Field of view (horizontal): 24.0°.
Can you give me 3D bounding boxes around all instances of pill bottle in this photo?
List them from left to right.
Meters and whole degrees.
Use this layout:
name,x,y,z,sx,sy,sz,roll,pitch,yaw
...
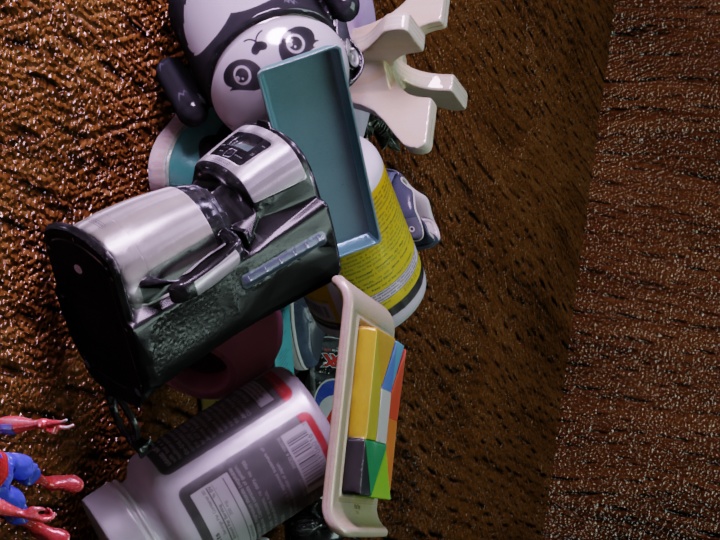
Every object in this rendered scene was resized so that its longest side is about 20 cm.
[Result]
name,x,y,z,sx,sy,sz,roll,pitch,yaw
pill bottle,-0.120,0.176,1.388,0.199,0.114,0.114,-31,139,-16
pill bottle,-0.020,-0.046,1.487,0.113,0.111,0.201,-66,145,-44

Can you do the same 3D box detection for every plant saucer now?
name,x,y,z,sx,sy,sz,roll,pitch,yaw
plant saucer,-0.033,-0.091,1.364,0.019,0.069,0.201,-119,-167,-48

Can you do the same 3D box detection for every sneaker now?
name,x,y,z,sx,sy,sz,roll,pitch,yaw
sneaker,-0.115,-0.132,1.491,0.072,0.079,0.201,76,26,-43
sneaker,0.000,-0.001,1.622,0.077,0.145,0.205,9,86,-76

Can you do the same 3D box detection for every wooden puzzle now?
name,x,y,z,sx,sy,sz,roll,pitch,yaw
wooden puzzle,0.007,0.115,1.379,0.185,0.037,0.202,37,54,-76

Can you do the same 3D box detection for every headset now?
name,x,y,z,sx,sy,sz,roll,pitch,yaw
headset,-0.050,0.297,1.796,0.200,0.093,0.125,121,-44,-58

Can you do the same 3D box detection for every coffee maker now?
name,x,y,z,sx,sy,sz,roll,pitch,yaw
coffee maker,-0.127,0.005,1.322,0.199,0.135,0.193,-30,146,-30

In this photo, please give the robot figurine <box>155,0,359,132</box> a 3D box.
name,x,y,z,sx,sy,sz,roll,pitch,yaw
robot figurine,-0.088,-0.197,1.405,0.201,0.124,0.151,62,-42,36

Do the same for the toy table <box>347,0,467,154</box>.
name,x,y,z,sx,sy,sz,roll,pitch,yaw
toy table,0.025,-0.199,1.676,0.184,0.116,0.202,20,72,-66

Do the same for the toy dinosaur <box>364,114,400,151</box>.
name,x,y,z,sx,sy,sz,roll,pitch,yaw
toy dinosaur,-0.025,-0.131,1.768,0.136,0.101,0.202,-41,146,-52

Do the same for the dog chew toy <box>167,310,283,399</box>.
name,x,y,z,sx,sy,sz,roll,pitch,yaw
dog chew toy,-0.120,0.014,1.479,0.201,0.123,0.125,-78,164,-45

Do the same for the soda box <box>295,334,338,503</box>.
name,x,y,z,sx,sy,sz,roll,pitch,yaw
soda box,-0.055,0.145,1.763,0.063,0.071,0.201,33,55,-27

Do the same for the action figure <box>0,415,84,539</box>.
name,x,y,z,sx,sy,sz,roll,pitch,yaw
action figure,-0.231,0.149,1.202,0.200,0.098,0.066,51,46,-63

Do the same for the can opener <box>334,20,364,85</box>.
name,x,y,z,sx,sy,sz,roll,pitch,yaw
can opener,-0.038,-0.253,1.590,0.063,0.078,0.202,18,69,-64

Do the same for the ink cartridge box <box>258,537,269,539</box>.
name,x,y,z,sx,sy,sz,roll,pitch,yaw
ink cartridge box,-0.115,0.404,1.739,0.201,0.043,0.200,70,31,-53

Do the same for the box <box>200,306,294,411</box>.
name,x,y,z,sx,sy,sz,roll,pitch,yaw
box,-0.106,0.113,1.600,0.049,0.081,0.202,-60,150,-58
